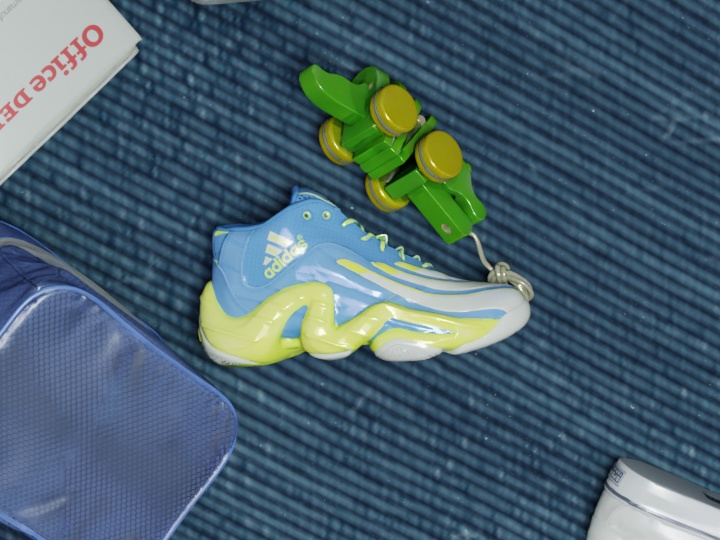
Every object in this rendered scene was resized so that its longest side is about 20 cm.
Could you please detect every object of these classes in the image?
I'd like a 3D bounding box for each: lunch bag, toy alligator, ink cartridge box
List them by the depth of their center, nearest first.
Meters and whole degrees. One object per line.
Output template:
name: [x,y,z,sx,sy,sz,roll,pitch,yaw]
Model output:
ink cartridge box: [-0.247,-0.149,1.409,0.200,0.083,0.145,48,69,-10]
lunch bag: [-0.186,0.068,1.427,0.136,0.132,0.200,-51,124,-3]
toy alligator: [0.041,-0.062,1.498,0.200,0.059,0.054,45,46,-17]

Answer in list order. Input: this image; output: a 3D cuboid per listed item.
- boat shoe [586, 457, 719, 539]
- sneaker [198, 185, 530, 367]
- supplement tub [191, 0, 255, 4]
boat shoe: [0.235,0.184,1.550,0.199,0.074,0.066,26,98,0]
sneaker: [0.000,0.000,1.482,0.199,0.076,0.106,-5,96,-2]
supplement tub: [-0.008,-0.221,1.431,0.199,0.123,0.123,-7,98,-7]
